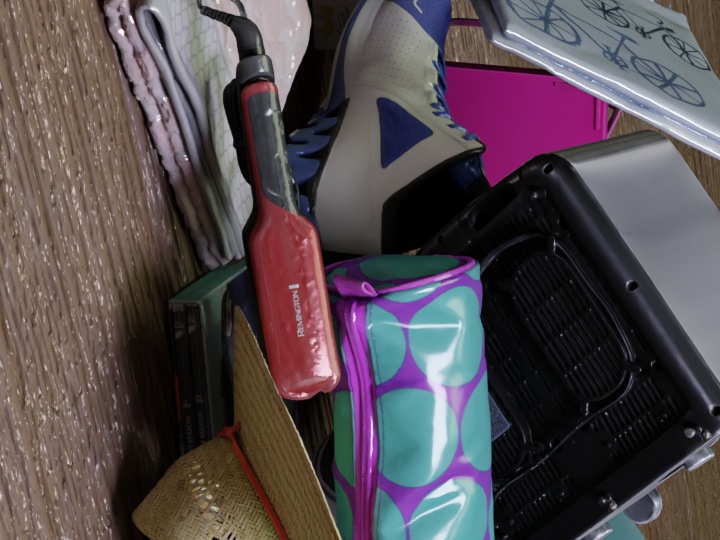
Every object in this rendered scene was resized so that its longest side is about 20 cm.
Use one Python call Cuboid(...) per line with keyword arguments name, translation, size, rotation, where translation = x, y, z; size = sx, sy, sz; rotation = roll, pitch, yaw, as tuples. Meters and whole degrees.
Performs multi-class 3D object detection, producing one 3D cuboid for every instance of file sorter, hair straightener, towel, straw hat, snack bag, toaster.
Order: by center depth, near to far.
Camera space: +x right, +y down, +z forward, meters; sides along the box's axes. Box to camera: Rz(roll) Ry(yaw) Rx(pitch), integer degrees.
Cuboid(name="straw hat", translation=(-0.061, 0.121, 1.259), size=(0.201, 0.085, 0.202), rotation=(158, -90, -84))
Cuboid(name="hair straightener", translation=(-0.051, -0.040, 1.303), size=(0.077, 0.041, 0.201), rotation=(-140, -145, -77))
Cuboid(name="towel", translation=(-0.072, -0.133, 1.356), size=(0.200, 0.032, 0.191), rotation=(72, 23, -48))
Cuboid(name="toaster", translation=(0.110, 0.037, 1.412), size=(0.119, 0.181, 0.200), rotation=(-18, 71, -51))
Cuboid(name="snack bag", translation=(0.141, -0.146, 1.630), size=(0.021, 0.188, 0.200), rotation=(-58, -157, 22))
Cuboid(name="file sorter", translation=(0.096, -0.050, 1.704), size=(0.125, 0.138, 0.201), rotation=(-54, 147, -63))

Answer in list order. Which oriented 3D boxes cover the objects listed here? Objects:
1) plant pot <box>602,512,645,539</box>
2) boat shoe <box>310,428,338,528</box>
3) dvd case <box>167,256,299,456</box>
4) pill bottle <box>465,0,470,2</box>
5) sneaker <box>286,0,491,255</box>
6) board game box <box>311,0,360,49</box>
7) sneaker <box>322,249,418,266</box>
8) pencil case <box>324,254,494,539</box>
Cuboid(name="plant pot", translation=(0.055, 0.216, 1.510), size=(0.161, 0.200, 0.201), rotation=(-24, 112, -62))
Cuboid(name="boat shoe", translation=(0.036, 0.081, 1.500), size=(0.200, 0.070, 0.066), rotation=(-31, 149, -52))
Cuboid(name="dvd case", translation=(-0.061, 0.096, 1.401), size=(0.146, 0.022, 0.201), rotation=(-39, 127, -70))
Cuboid(name="pill bottle", translation=(0.089, -0.270, 1.721), size=(0.200, 0.119, 0.120), rotation=(80, 16, -62))
Cuboid(name="sneaker", translation=(0.031, -0.072, 1.505), size=(0.081, 0.115, 0.200), rotation=(81, 28, -49))
Cuboid(name="board game box", translation=(0.001, -0.238, 1.613), size=(0.134, 0.034, 0.201), rotation=(-30, 118, -72))
Cuboid(name="sneaker", translation=(0.000, 0.000, 1.536), size=(0.200, 0.071, 0.098), rotation=(-48, 128, -62))
Cuboid(name="pencil case", translation=(0.022, 0.091, 1.361), size=(0.092, 0.085, 0.201), rotation=(-17, 109, -50))
